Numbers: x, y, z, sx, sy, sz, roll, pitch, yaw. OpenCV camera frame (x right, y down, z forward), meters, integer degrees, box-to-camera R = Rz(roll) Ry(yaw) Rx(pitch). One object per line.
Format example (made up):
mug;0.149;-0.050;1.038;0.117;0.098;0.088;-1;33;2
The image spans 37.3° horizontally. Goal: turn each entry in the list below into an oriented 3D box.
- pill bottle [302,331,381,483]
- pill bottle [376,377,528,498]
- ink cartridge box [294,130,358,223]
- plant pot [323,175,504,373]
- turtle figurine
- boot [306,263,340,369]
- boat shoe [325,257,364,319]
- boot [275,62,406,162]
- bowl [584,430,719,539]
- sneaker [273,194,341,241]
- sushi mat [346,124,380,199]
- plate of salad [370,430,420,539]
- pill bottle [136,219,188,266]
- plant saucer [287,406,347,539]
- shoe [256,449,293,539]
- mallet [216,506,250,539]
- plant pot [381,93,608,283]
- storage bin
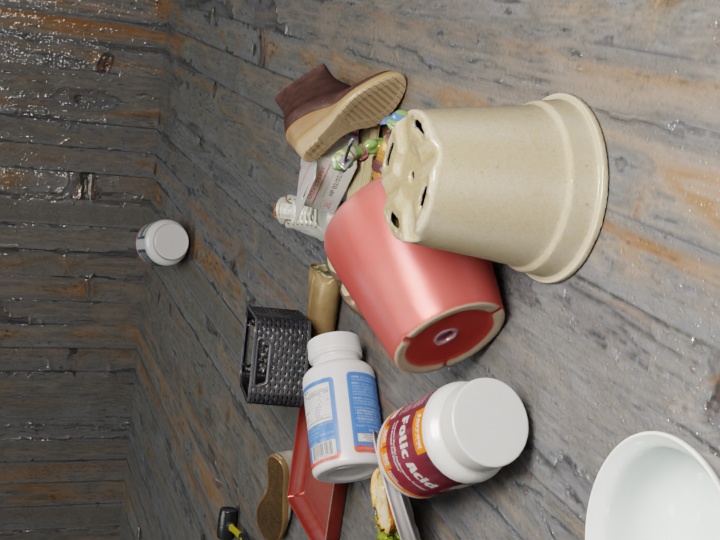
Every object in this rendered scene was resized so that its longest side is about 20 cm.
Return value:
pill bottle;-0.027;0.198;1.561;0.112;0.110;0.204;130;138;-56
pill bottle;0.104;0.193;1.228;0.200;0.112;0.117;139;130;-61
ink cartridge box;-0.050;-0.174;1.658;0.116;0.067;0.203;119;161;-49
plant pot;0.072;0.008;1.255;0.179;0.197;0.202;67;148;30
turtle figurine;0.030;-0.103;1.413;0.201;0.141;0.197;-117;33;-57
boot;-0.060;0.105;1.716;0.175;0.065;0.204;-147;63;-64
boat shoe;0.004;0.004;1.585;0.075;0.074;0.203;-46;25;7
boot;-0.036;-0.265;1.579;0.198;0.072;0.168;-34;45;12
bowl;0.269;0.230;0.846;0.200;0.089;0.206;-177;90;-67
sneaker;-0.095;-0.090;1.799;0.199;0.083;0.074;-172;86;-66
sushi mat;-0.002;-0.132;1.602;0.096;0.012;0.204;138;144;-62
plate of salad;0.039;0.306;1.369;0.200;0.047;0.204;-19;-89;-88
pill bottle;-0.515;-0.072;2.798;0.199;0.117;0.122;-179;91;-68
plant saucer;-0.065;0.329;1.740;0.199;0.036;0.204;-140;55;-63
shoe;-0.142;0.405;1.916;0.069;0.053;0.203;31;126;29
mallet;-0.246;0.530;2.179;0.199;0.040;0.067;-4;82;63
plant pot;0.127;-0.091;1.114;0.200;0.180;0.205;-178;90;-68
storage bin;-0.140;0.136;1.730;0.200;0.092;0.138;-160;76;-78
